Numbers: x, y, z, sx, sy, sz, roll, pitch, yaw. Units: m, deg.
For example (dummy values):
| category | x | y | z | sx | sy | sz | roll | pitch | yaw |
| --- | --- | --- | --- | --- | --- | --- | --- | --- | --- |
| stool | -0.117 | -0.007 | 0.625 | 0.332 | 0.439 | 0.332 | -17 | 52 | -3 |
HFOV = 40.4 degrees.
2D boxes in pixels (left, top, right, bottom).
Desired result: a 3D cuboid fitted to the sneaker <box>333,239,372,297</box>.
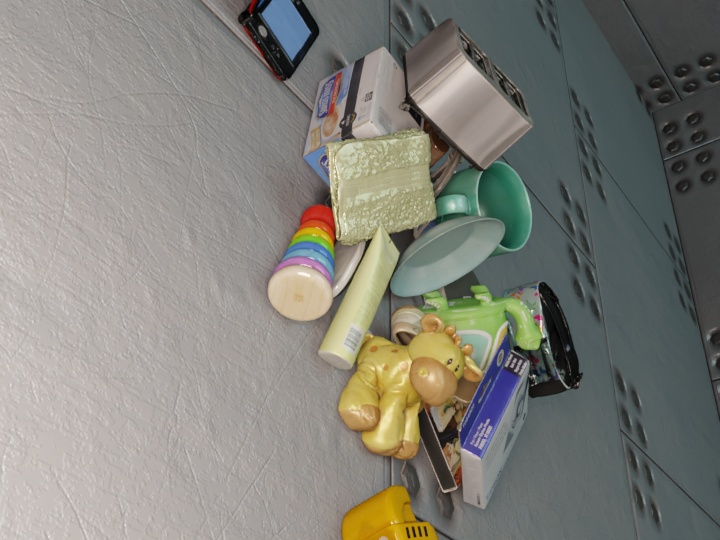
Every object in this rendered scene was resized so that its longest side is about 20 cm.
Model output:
| category | x | y | z | sx | sy | sz | roll | pitch | yaw |
| --- | --- | --- | --- | --- | --- | --- | --- | --- | --- |
| sneaker | 0.000 | 0.000 | 1.422 | 0.099 | 0.070 | 0.200 | 57 | 31 | -24 |

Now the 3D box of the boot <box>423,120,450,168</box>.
| category | x | y | z | sx | sy | sz | roll | pitch | yaw |
| --- | --- | --- | --- | --- | --- | --- | --- | --- | --- |
| boot | 0.093 | -0.205 | 1.634 | 0.074 | 0.155 | 0.200 | 50 | 35 | -8 |

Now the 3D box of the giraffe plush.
| category | x | y | z | sx | sy | sz | roll | pitch | yaw |
| --- | --- | --- | --- | --- | --- | --- | --- | --- | --- |
| giraffe plush | 0.078 | 0.147 | 1.358 | 0.172 | 0.162 | 0.201 | 29 | 48 | -50 |

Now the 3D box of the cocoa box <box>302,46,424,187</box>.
| category | x | y | z | sx | sy | sz | roll | pitch | yaw |
| --- | --- | --- | --- | --- | --- | --- | --- | --- | --- |
| cocoa box | 0.010 | -0.221 | 1.524 | 0.133 | 0.131 | 0.201 | 47 | 35 | -34 |

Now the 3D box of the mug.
| category | x | y | z | sx | sy | sz | roll | pitch | yaw |
| --- | --- | --- | --- | --- | --- | --- | --- | --- | --- |
| mug | 0.185 | -0.104 | 1.619 | 0.185 | 0.114 | 0.152 | 40 | 54 | -32 |

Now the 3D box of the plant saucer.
| category | x | y | z | sx | sy | sz | roll | pitch | yaw |
| --- | --- | --- | --- | --- | --- | --- | --- | --- | --- |
| plant saucer | 0.127 | -0.032 | 1.506 | 0.201 | 0.201 | 0.039 | 11 | 45 | -58 |

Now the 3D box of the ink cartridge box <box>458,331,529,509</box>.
| category | x | y | z | sx | sy | sz | roll | pitch | yaw |
| --- | --- | --- | --- | --- | --- | --- | --- | --- | --- |
| ink cartridge box | 0.207 | 0.230 | 1.493 | 0.200 | 0.040 | 0.200 | -57 | 152 | -34 |

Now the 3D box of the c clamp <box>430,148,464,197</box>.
| category | x | y | z | sx | sy | sz | roll | pitch | yaw |
| --- | --- | --- | --- | --- | --- | --- | --- | --- | --- |
| c clamp | 0.115 | -0.145 | 1.622 | 0.027 | 0.200 | 0.171 | 40 | 63 | -8 |

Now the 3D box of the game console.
| category | x | y | z | sx | sy | sz | roll | pitch | yaw |
| --- | --- | --- | --- | --- | --- | --- | --- | --- | --- |
| game console | -0.096 | -0.416 | 1.488 | 0.173 | 0.118 | 0.200 | 55 | 31 | -23 |

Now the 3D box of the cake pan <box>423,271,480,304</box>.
| category | x | y | z | sx | sy | sz | roll | pitch | yaw |
| --- | --- | --- | --- | --- | --- | --- | --- | --- | --- |
| cake pan | 0.173 | 0.059 | 1.721 | 0.200 | 0.037 | 0.201 | 40 | 40 | -43 |

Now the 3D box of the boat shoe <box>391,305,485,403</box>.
| category | x | y | z | sx | sy | sz | roll | pitch | yaw |
| --- | --- | --- | --- | --- | --- | --- | --- | --- | --- |
| boat shoe | 0.116 | 0.141 | 1.483 | 0.200 | 0.072 | 0.065 | 48 | 27 | -20 |

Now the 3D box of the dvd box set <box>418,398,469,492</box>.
| category | x | y | z | sx | sy | sz | roll | pitch | yaw |
| --- | --- | --- | --- | --- | --- | --- | --- | --- | --- |
| dvd box set | 0.152 | 0.247 | 1.561 | 0.200 | 0.029 | 0.147 | -22 | 91 | -62 |

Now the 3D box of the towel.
| category | x | y | z | sx | sy | sz | roll | pitch | yaw |
| --- | --- | --- | --- | --- | --- | --- | --- | --- | --- |
| towel | 0.033 | -0.120 | 1.387 | 0.200 | 0.036 | 0.149 | -16 | 103 | -42 |

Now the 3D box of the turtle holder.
| category | x | y | z | sx | sy | sz | roll | pitch | yaw |
| --- | --- | --- | --- | --- | --- | --- | --- | --- | --- |
| turtle holder | 0.181 | 0.096 | 1.572 | 0.185 | 0.141 | 0.132 | -8 | 95 | -20 |

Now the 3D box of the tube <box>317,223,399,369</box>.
| category | x | y | z | sx | sy | sz | roll | pitch | yaw |
| --- | --- | --- | --- | --- | --- | --- | --- | --- | --- |
| tube | 0.004 | 0.038 | 1.345 | 0.052 | 0.058 | 0.201 | 28 | 68 | -7 |

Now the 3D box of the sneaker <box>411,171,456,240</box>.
| category | x | y | z | sx | sy | sz | roll | pitch | yaw |
| --- | --- | --- | --- | --- | --- | --- | --- | --- | --- |
| sneaker | 0.138 | -0.101 | 1.706 | 0.075 | 0.077 | 0.201 | 20 | 45 | -25 |

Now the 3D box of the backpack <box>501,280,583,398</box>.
| category | x | y | z | sx | sy | sz | roll | pitch | yaw |
| --- | --- | --- | --- | --- | --- | --- | --- | --- | --- |
| backpack | 0.316 | 0.123 | 1.804 | 0.177 | 0.150 | 0.201 | -19 | 97 | -70 |

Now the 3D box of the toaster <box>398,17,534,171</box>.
| category | x | y | z | sx | sy | sz | roll | pitch | yaw |
| --- | --- | --- | --- | --- | --- | --- | --- | --- | --- |
| toaster | 0.157 | -0.265 | 1.488 | 0.181 | 0.119 | 0.200 | 40 | 26 | -22 |

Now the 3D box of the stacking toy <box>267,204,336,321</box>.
| category | x | y | z | sx | sy | sz | roll | pitch | yaw |
| --- | --- | --- | --- | --- | --- | --- | --- | --- | --- |
| stacking toy | -0.067 | -0.025 | 1.321 | 0.085 | 0.085 | 0.200 | 52 | 28 | -28 |

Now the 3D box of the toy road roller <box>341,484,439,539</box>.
| category | x | y | z | sx | sy | sz | roll | pitch | yaw |
| --- | --- | --- | --- | --- | --- | --- | --- | --- | --- |
| toy road roller | 0.021 | 0.341 | 1.182 | 0.200 | 0.123 | 0.146 | 20 | 39 | -55 |
